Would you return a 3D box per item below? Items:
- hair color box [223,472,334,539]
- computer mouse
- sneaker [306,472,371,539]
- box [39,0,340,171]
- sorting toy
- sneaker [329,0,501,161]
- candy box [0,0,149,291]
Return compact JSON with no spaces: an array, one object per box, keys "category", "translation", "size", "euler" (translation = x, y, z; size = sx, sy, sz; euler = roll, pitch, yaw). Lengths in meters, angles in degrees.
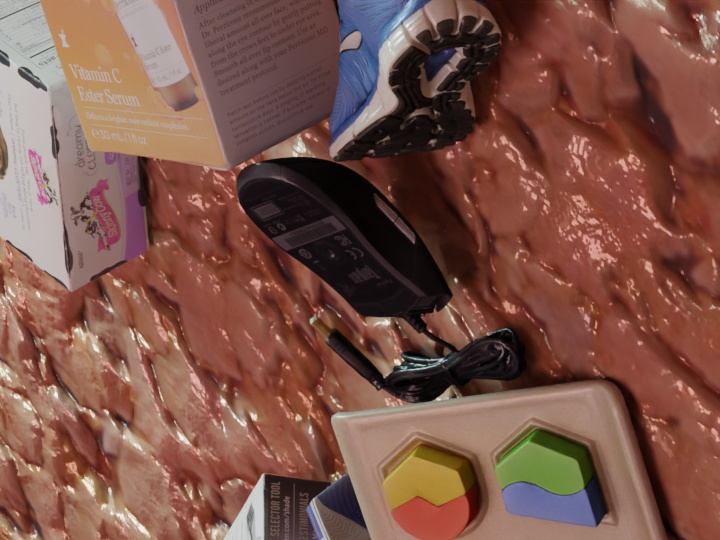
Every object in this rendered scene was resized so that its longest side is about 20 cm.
[{"category":"hair color box","translation":[-0.063,0.230,1.896],"size":[0.200,0.064,0.111],"euler":[119,155,-57]},{"category":"computer mouse","translation":[0.000,0.000,1.644],"size":[0.200,0.046,0.140],"euler":[39,150,-15]},{"category":"sneaker","translation":[0.029,0.226,1.785],"size":[0.200,0.080,0.115],"euler":[51,146,13]},{"category":"box","translation":[-0.108,-0.174,1.636],"size":[0.152,0.106,0.201],"euler":[9,122,53]},{"category":"sorting toy","translation":[0.086,0.159,1.628],"size":[0.199,0.036,0.186],"euler":[-7,110,33]},{"category":"sneaker","translation":[0.024,-0.123,1.530],"size":[0.200,0.078,0.089],"euler":[121,139,-63]},{"category":"candy box","translation":[-0.233,-0.109,1.908],"size":[0.200,0.071,0.168],"euler":[36,141,37]}]
